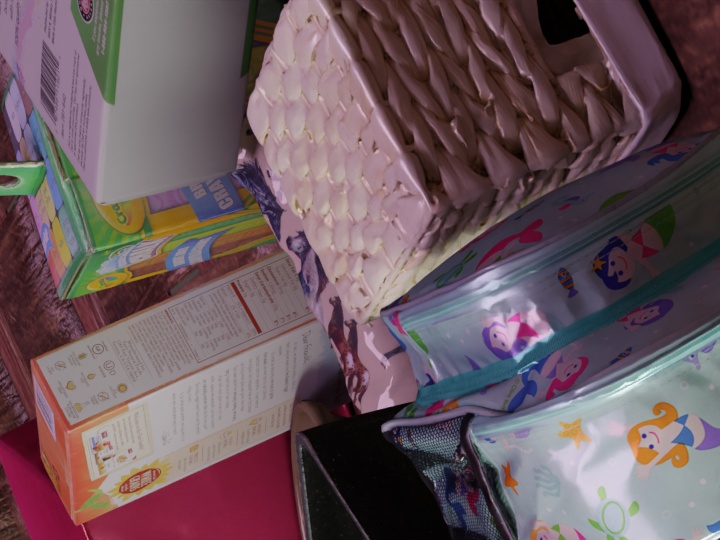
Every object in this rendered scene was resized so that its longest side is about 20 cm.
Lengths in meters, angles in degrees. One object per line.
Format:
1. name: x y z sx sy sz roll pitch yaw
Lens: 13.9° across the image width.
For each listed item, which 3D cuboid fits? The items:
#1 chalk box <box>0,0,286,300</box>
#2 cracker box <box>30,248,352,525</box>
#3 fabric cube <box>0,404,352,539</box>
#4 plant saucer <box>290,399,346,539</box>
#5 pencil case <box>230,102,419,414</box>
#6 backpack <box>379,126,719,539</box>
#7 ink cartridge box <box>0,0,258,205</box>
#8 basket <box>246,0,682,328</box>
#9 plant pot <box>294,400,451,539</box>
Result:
1. chalk box: -0.129 -0.065 1.669 0.124 0.199 0.124 135 117 -73
2. cracker box: -0.094 0.064 1.762 0.058 0.199 0.134 60 163 24
3. fabric cube: -0.099 0.181 1.962 0.199 0.196 0.201 24 135 65
4. plant saucer: -0.005 0.173 1.759 0.200 0.029 0.201 170 90 -79
5. pencil case: 0.000 0.000 1.527 0.201 0.078 0.089 63 146 14
6. backpack: 0.112 0.035 1.098 0.151 0.177 0.200 63 161 -10
7. ink cartridge box: -0.134 -0.156 1.516 0.200 0.084 0.145 54 148 38
8. basket: 0.037 -0.074 1.279 0.136 0.123 0.200 62 163 10
9. plant pot: 0.098 0.161 1.320 0.200 0.177 0.200 53 161 37
